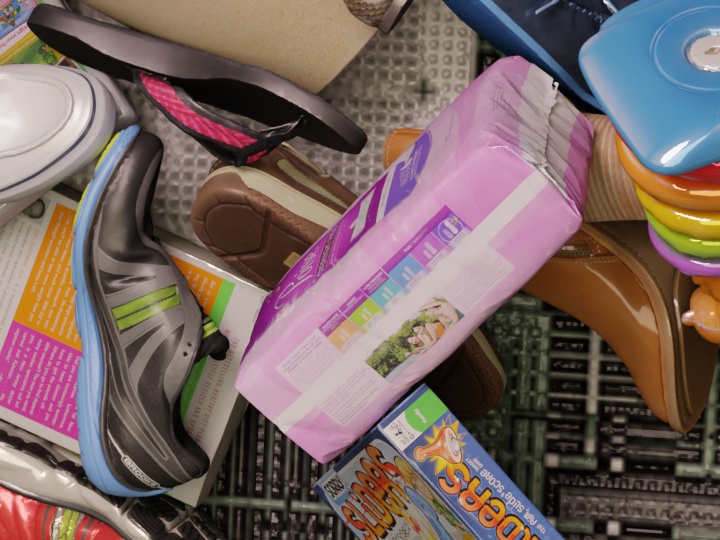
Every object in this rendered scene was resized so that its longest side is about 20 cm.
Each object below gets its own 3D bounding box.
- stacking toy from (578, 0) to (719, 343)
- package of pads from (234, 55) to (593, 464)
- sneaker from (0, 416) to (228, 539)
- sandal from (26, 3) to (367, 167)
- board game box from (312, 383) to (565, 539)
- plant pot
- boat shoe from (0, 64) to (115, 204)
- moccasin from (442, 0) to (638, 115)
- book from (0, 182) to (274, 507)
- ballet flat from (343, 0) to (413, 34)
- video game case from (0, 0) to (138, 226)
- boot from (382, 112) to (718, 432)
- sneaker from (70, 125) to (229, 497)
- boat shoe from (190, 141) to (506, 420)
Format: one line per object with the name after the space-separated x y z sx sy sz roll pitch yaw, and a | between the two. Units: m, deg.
0.180 -0.037 1.487 0.116 0.110 0.200 -19 136 -9 | stacking toy
0.030 -0.007 1.489 0.076 0.121 0.200 41 114 -10 | package of pads
-0.157 0.150 1.657 0.200 0.077 0.085 26 104 17 | sneaker
-0.089 -0.087 1.560 0.200 0.075 0.045 19 77 17 | sandal
0.047 0.136 1.554 0.034 0.200 0.135 -41 86 -16 | board game box
-0.076 -0.187 1.571 0.200 0.187 0.187 41 100 -10 | plant pot
-0.230 -0.072 1.580 0.200 0.067 0.074 -11 69 22 | boat shoe
0.115 -0.128 1.551 0.080 0.200 0.068 33 91 47 | moccasin
-0.154 0.031 1.656 0.200 0.048 0.134 25 99 9 | book
0.041 -0.201 1.547 0.046 0.067 0.200 32 58 1 | ballet flat
-0.246 -0.097 1.649 0.200 0.022 0.182 -36 72 10 | video game case
0.104 -0.002 1.597 0.155 0.074 0.200 0 122 30 | boot
-0.111 0.021 1.594 0.083 0.071 0.200 -2 97 6 | sneaker
0.004 -0.003 1.611 0.202 0.075 0.075 41 129 -17 | boat shoe
